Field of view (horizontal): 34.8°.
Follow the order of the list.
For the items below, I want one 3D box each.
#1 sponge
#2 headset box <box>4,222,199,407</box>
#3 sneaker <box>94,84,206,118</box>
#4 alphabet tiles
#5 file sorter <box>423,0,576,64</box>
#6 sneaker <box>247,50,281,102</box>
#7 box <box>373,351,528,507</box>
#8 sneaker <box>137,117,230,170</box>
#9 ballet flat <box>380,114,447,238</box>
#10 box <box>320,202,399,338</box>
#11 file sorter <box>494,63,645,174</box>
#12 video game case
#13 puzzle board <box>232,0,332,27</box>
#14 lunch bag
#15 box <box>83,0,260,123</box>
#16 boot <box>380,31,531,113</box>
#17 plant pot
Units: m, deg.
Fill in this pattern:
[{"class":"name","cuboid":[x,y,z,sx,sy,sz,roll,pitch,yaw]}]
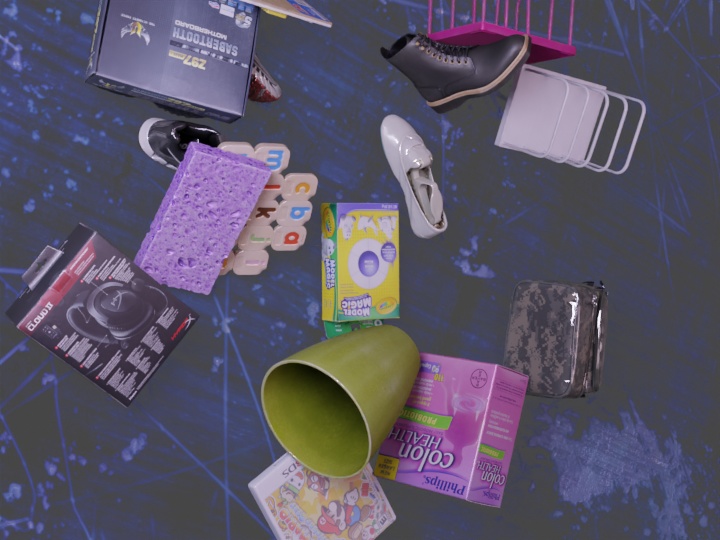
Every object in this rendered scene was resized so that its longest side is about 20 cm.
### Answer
[{"class":"sponge","cuboid":[-0.207,-0.065,1.485,0.111,0.030,0.200,15,117,-33]},{"class":"headset box","cuboid":[-0.326,0.050,1.423,0.200,0.077,0.149,42,80,-28]},{"class":"sneaker","cuboid":[-0.247,-0.258,1.488,0.200,0.078,0.086,18,78,-36]},{"class":"alphabet tiles","cuboid":[-0.158,-0.080,1.527,0.195,0.015,0.200,-1,124,-25]},{"class":"file sorter","cuboid":[0.220,-0.405,1.788,0.200,0.139,0.126,5,87,-36]},{"class":"sneaker","cuboid":[-0.167,-0.310,1.543,0.082,0.078,0.200,-51,118,-25]},{"class":"box","cuboid":[0.134,0.232,1.711,0.097,0.176,0.200,22,79,-48]},{"class":"sneaker","cuboid":[-0.193,-0.143,1.520,0.200,0.090,0.067,29,73,-33]},{"class":"ballet flat","cuboid":[0.090,-0.144,1.745,0.069,0.069,0.200,-27,107,-33]},{"class":"box","cuboid":[0.000,0.000,1.696,0.117,0.048,0.200,-3,95,-36]},{"class":"file sorter","cuboid":[0.349,-0.242,1.876,0.200,0.124,0.139,7,105,-37]},{"class":"video game case","cuboid":[-0.052,0.340,1.682,0.182,0.023,0.200,-36,112,-30]},{"class":"puzzle board","cuboid":[-0.142,-0.370,1.499,0.151,0.200,0.017,10,115,-37]},{"class":"lunch bag","cuboid":[0.338,0.111,1.899,0.168,0.139,0.200,7,88,-52]},{"class":"box","cuboid":[-0.232,-0.286,1.434,0.200,0.051,0.158,14,78,-26]},{"class":"boot","cuboid":[0.139,-0.319,1.697,0.138,0.200,0.078,37,44,-28]},{"class":"plant pot","cuboid":[-0.007,0.162,1.631,0.200,0.187,0.187,-37,113,-45]}]
